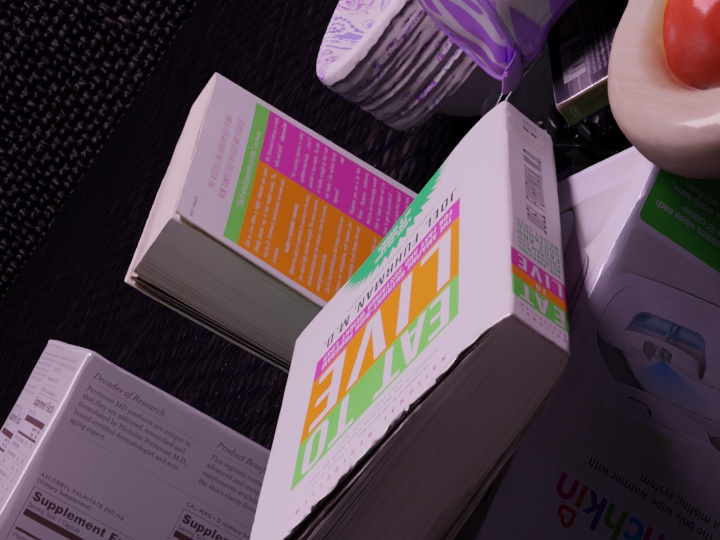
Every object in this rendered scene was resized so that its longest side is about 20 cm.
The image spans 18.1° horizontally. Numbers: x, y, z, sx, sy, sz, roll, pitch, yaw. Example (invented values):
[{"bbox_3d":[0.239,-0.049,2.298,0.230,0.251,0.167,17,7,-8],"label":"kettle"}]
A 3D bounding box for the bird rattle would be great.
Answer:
[{"bbox_3d":[0.158,-0.087,0.766,0.162,0.112,0.201,-30,42,30],"label":"bird rattle"}]

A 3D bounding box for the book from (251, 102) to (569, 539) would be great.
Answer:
[{"bbox_3d":[0.023,0.030,0.812,0.134,0.048,0.200,-51,12,19],"label":"book"}]

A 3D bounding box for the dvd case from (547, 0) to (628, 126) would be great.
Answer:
[{"bbox_3d":[0.167,-0.148,0.975,0.199,0.016,0.149,-31,25,17],"label":"dvd case"}]

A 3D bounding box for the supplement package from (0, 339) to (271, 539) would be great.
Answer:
[{"bbox_3d":[-0.079,0.129,1.070,0.112,0.199,0.156,-61,13,-7],"label":"supplement package"}]

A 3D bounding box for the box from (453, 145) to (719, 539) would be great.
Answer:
[{"bbox_3d":[0.074,0.065,0.873,0.177,0.096,0.200,-62,14,-19],"label":"box"}]

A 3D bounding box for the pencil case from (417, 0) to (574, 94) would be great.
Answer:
[{"bbox_3d":[0.109,-0.170,0.984,0.200,0.086,0.084,-41,-12,-6],"label":"pencil case"}]

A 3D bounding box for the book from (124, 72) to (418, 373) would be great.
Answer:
[{"bbox_3d":[0.000,0.000,1.053,0.048,0.199,0.134,-50,16,35],"label":"book"}]

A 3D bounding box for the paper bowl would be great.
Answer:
[{"bbox_3d":[0.066,-0.178,1.404,0.201,0.104,0.201,-55,13,19],"label":"paper bowl"}]

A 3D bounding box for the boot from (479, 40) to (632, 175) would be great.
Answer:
[{"bbox_3d":[0.145,-0.115,1.042,0.199,0.073,0.162,-53,19,-12],"label":"boot"}]
